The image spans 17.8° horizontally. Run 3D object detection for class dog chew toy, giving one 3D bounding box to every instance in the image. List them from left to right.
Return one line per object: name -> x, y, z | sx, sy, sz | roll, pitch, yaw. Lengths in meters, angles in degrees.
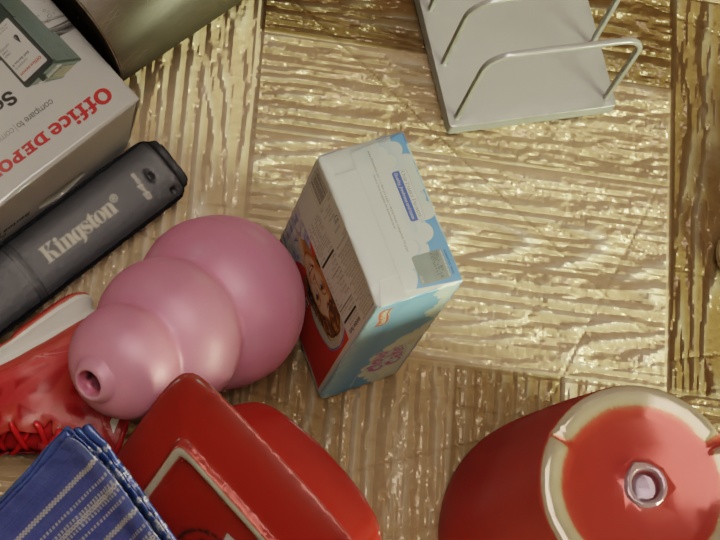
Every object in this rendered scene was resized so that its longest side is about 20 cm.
dog chew toy -> -0.125, 0.040, 1.586 | 0.125, 0.125, 0.200 | 47, 39, 7

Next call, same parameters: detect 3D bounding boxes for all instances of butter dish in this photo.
butter dish -> -0.066, 0.177, 1.564 | 0.200, 0.200, 0.148 | 47, 36, 14

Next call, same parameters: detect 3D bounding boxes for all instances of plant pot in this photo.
plant pot -> 0.169, 0.172, 1.598 | 0.199, 0.177, 0.202 | 4, 69, -11

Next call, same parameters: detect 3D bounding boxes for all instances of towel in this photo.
towel -> -0.168, 0.215, 1.537 | 0.200, 0.145, 0.024 | 52, 34, 9

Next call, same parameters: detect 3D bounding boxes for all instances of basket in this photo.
basket -> -0.138, -0.243, 1.692 | 0.200, 0.181, 0.136 | -41, 69, -16

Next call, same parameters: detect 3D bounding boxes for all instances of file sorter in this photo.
file sorter -> 0.122, -0.228, 1.762 | 0.138, 0.125, 0.201 | -8, 73, -14

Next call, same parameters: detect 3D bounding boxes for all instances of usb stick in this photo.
usb stick -> -0.212, -0.022, 1.665 | 0.200, 0.033, 0.055 | -39, 81, -22

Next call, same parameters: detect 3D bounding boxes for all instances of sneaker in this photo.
sneaker -> -0.232, 0.111, 1.590 | 0.200, 0.078, 0.116 | -39, 81, -20

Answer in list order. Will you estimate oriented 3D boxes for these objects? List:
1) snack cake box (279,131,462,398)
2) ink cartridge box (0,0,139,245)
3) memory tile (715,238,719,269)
snack cake box -> 0.000, 0.000, 1.611 | 0.067, 0.200, 0.116 | -17, 75, -18
ink cartridge box -> -0.277, -0.139, 1.666 | 0.146, 0.084, 0.200 | -40, 82, -22
memory tile -> 0.384, -0.029, 1.803 | 0.199, 0.017, 0.154 | 21, 67, -3
